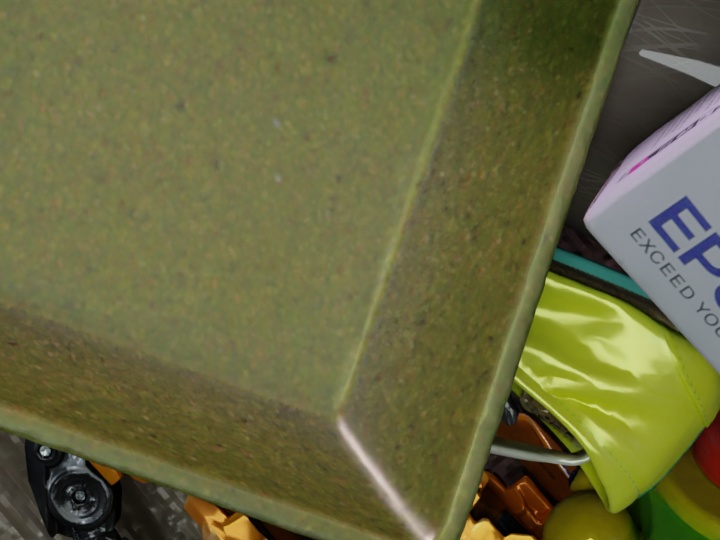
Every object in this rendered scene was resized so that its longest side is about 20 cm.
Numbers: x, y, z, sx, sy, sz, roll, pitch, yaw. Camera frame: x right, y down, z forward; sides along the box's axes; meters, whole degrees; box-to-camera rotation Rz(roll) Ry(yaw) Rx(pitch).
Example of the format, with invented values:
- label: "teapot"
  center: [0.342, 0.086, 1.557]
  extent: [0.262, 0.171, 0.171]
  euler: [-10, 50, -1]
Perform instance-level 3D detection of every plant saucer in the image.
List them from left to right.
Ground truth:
- label: "plant saucer"
  center: [-0.043, -0.055, 0.697]
  extent: [0.199, 0.048, 0.201]
  euler: [20, 85, -19]

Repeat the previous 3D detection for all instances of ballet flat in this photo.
- label: "ballet flat"
  center: [0.000, 0.000, 0.771]
  extent: [0.199, 0.067, 0.067]
  euler: [28, 90, 1]

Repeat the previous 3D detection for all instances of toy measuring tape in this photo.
- label: "toy measuring tape"
  center: [0.141, 0.064, 0.825]
  extent: [0.199, 0.074, 0.074]
  euler: [-1, 108, -19]

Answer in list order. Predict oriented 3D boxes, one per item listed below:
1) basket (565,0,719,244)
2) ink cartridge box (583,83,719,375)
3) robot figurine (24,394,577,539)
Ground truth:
- label: "basket"
  center: [0.162, -0.025, 0.758]
  extent: [0.199, 0.136, 0.181]
  euler: [23, 145, 7]
- label: "ink cartridge box"
  center: [0.183, 0.005, 0.659]
  extent: [0.196, 0.043, 0.200]
  euler: [47, 130, -7]
- label: "robot figurine"
  center: [-0.001, 0.078, 0.847]
  extent: [0.145, 0.058, 0.200]
  euler: [-38, 99, 15]
